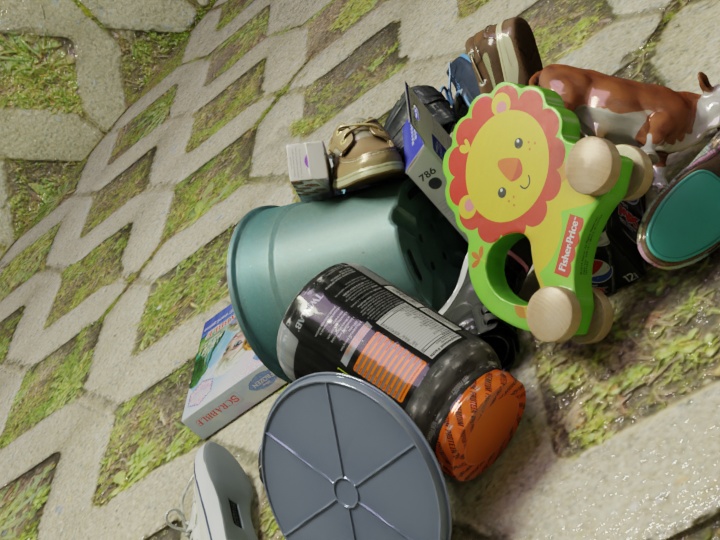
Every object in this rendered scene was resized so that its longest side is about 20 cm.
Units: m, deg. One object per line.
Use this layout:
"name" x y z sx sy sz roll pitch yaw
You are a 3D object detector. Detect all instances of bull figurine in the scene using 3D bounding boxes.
"bull figurine" 0.245 -0.133 1.090 0.199 0.065 0.122 12 48 14

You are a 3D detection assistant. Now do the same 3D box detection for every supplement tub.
"supplement tub" 0.034 0.087 1.040 0.200 0.123 0.123 33 77 32

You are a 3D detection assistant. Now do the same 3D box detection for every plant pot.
"plant pot" 0.000 0.000 1.251 0.196 0.200 0.201 -19 35 33

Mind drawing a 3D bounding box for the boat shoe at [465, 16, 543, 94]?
"boat shoe" 0.154 -0.147 1.218 0.075 0.203 0.075 -11 4 31

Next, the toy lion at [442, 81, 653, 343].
"toy lion" 0.143 -0.056 1.043 0.191 0.069 0.201 22 104 44

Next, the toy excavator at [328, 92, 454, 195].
"toy excavator" 0.042 -0.124 1.503 0.200 0.100 0.195 -24 31 15

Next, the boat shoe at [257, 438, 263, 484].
"boat shoe" -0.032 0.146 1.197 0.200 0.070 0.066 -40 17 20

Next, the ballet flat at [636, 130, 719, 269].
"ballet flat" 0.299 -0.074 1.025 0.200 0.069 0.071 -47 6 -11

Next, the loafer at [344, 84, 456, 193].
"loafer" 0.041 -0.112 1.350 0.070 0.068 0.201 54 128 32

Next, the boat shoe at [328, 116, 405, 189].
"boat shoe" -0.002 -0.122 1.235 0.074 0.067 0.200 -13 8 -9

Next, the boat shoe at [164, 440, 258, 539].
"boat shoe" -0.154 0.261 1.231 0.086 0.075 0.202 -43 33 12

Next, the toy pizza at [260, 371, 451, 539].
"toy pizza" -0.003 0.177 0.997 0.200 0.201 0.032 -23 -2 42

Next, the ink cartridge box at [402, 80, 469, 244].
"ink cartridge box" 0.092 -0.089 1.207 0.039 0.200 0.100 -33 26 19

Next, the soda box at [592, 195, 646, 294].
"soda box" 0.221 -0.065 1.128 0.071 0.063 0.200 -30 29 32

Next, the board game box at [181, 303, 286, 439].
"board game box" -0.123 0.084 1.486 0.200 0.041 0.200 -36 26 22

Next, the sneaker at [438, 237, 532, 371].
"sneaker" 0.130 0.030 1.129 0.200 0.071 0.099 -55 26 -6

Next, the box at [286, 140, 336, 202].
"box" -0.050 -0.099 1.284 0.039 0.042 0.200 -5 -6 1

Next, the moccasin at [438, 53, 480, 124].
"moccasin" 0.125 -0.185 1.334 0.068 0.080 0.200 -46 22 9
